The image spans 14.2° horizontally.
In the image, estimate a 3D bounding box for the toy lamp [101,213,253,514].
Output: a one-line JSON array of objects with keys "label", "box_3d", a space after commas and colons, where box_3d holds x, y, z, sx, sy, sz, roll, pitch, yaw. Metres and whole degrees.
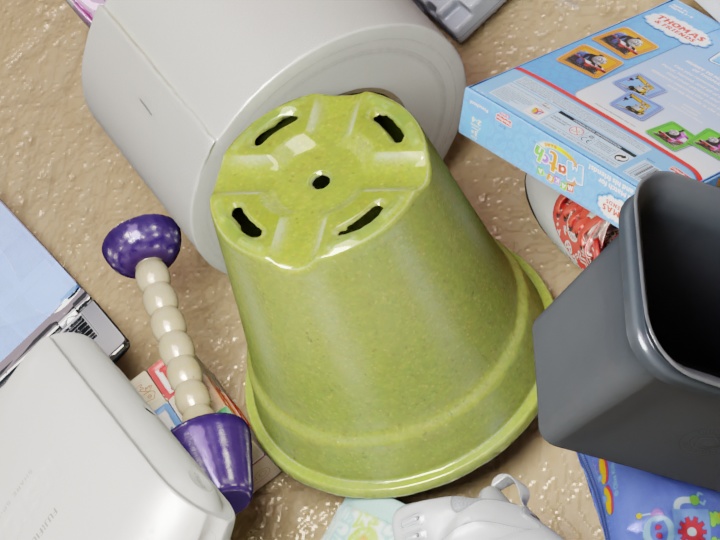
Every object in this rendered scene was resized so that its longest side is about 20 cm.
[{"label": "toy lamp", "box_3d": [-0.109, 0.059, 1.745, 0.058, 0.058, 0.200, -27, 55, 7]}]

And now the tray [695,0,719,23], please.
[{"label": "tray", "box_3d": [0.205, -0.196, 1.761, 0.022, 0.107, 0.200, -36, 41, -2]}]

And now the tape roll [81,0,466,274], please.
[{"label": "tape roll", "box_3d": [-0.053, -0.113, 1.793, 0.203, 0.203, 0.139, -39, 58, -1]}]

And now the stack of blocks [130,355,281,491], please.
[{"label": "stack of blocks", "box_3d": [-0.151, 0.153, 1.781, 0.200, 0.059, 0.115, -38, 58, 0]}]

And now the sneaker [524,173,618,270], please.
[{"label": "sneaker", "box_3d": [0.154, -0.023, 1.720, 0.067, 0.108, 0.201, -36, 57, 1]}]

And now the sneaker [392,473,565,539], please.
[{"label": "sneaker", "box_3d": [0.040, 0.204, 1.622, 0.200, 0.075, 0.115, -39, 52, 5]}]

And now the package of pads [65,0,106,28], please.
[{"label": "package of pads", "box_3d": [-0.135, -0.202, 1.875, 0.120, 0.200, 0.076, -43, 87, -2]}]

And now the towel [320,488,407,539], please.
[{"label": "towel", "box_3d": [0.036, 0.234, 1.674, 0.200, 0.048, 0.171, 23, 74, 29]}]

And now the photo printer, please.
[{"label": "photo printer", "box_3d": [-0.163, 0.153, 1.668, 0.166, 0.069, 0.200, -54, 44, 11]}]

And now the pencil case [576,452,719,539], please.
[{"label": "pencil case", "box_3d": [0.172, 0.151, 1.641, 0.087, 0.078, 0.200, 1, 58, -19]}]

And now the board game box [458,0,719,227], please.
[{"label": "board game box", "box_3d": [0.180, -0.092, 1.719, 0.151, 0.037, 0.200, 33, 41, 31]}]

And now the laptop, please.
[{"label": "laptop", "box_3d": [-0.267, 0.052, 1.840, 0.187, 0.116, 0.200, -44, 18, -3]}]

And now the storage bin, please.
[{"label": "storage bin", "box_3d": [0.193, 0.041, 1.580, 0.134, 0.200, 0.146, -41, 42, 45]}]

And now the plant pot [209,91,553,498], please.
[{"label": "plant pot", "box_3d": [0.000, 0.000, 1.701, 0.200, 0.184, 0.201, -11, 48, 13]}]

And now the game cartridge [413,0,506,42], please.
[{"label": "game cartridge", "box_3d": [0.051, -0.252, 1.920, 0.133, 0.040, 0.200, -45, 58, 0]}]
